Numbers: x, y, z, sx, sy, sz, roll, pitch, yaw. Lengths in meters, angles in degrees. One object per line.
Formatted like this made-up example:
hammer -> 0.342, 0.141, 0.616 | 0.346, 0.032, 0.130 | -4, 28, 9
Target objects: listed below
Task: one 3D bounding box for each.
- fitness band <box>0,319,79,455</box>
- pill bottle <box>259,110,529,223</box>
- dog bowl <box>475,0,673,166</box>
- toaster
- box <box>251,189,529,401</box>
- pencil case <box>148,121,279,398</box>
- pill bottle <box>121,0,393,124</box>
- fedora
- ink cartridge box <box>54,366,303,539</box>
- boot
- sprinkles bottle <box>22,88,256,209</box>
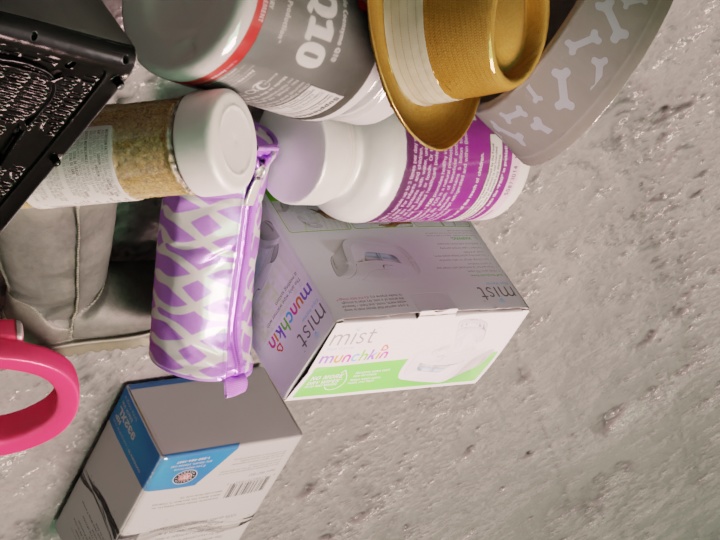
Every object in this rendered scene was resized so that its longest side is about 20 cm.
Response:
fitness band -> -0.309, 0.090, 1.638 | 0.200, 0.037, 0.144 | 0, 144, -14
pill bottle -> 0.024, -0.091, 1.652 | 0.200, 0.112, 0.112 | -2, 139, -42
dog bowl -> 0.150, -0.174, 1.586 | 0.059, 0.200, 0.200 | 31, 121, -14
toaster -> -0.269, -0.116, 1.337 | 0.200, 0.119, 0.181 | 9, 130, -50
box -> 0.000, 0.000, 1.702 | 0.200, 0.177, 0.097 | -3, 139, -41
pencil case -> -0.104, -0.016, 1.601 | 0.084, 0.085, 0.200 | -22, 128, -48
pill bottle -> -0.053, -0.163, 1.472 | 0.114, 0.114, 0.200 | -46, 148, 23
fedora -> 0.076, -0.182, 1.489 | 0.082, 0.201, 0.201 | 1, 163, 28
ink cartridge box -> -0.161, 0.184, 1.919 | 0.145, 0.084, 0.200 | -7, 142, -37
boot -> -0.191, -0.023, 1.615 | 0.182, 0.073, 0.200 | -19, 141, -25
sprinkles bottle -> -0.169, -0.076, 1.443 | 0.200, 0.068, 0.068 | -4, 159, 24
